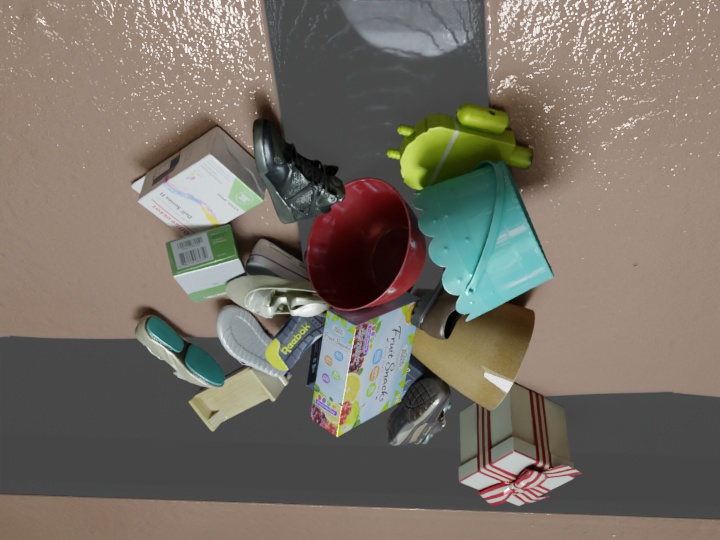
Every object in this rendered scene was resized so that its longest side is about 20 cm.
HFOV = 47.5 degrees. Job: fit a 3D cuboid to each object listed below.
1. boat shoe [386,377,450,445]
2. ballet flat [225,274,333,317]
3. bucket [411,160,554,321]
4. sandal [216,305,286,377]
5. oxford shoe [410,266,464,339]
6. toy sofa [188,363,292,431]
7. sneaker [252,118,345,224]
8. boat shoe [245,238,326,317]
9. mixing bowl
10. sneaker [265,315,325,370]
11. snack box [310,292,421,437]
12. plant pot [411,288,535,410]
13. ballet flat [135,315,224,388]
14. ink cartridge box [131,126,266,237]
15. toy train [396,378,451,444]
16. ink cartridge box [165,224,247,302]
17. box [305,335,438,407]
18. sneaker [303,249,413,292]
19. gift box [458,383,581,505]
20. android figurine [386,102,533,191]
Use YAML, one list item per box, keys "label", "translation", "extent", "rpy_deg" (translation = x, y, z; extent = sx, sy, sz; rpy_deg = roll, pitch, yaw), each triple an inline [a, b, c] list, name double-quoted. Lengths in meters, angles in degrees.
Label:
- label: "boat shoe"
  translation: [0.115, 0.253, 1.465]
  extent: [0.073, 0.075, 0.200]
  rpy_deg: [12, 143, -21]
- label: "ballet flat"
  translation: [-0.122, 0.046, 1.304]
  extent: [0.199, 0.070, 0.070]
  rpy_deg: [0, 138, 5]
- label: "bucket"
  translation: [0.171, -0.047, 1.133]
  extent: [0.134, 0.208, 0.207]
  rpy_deg: [-24, 132, 13]
- label: "sandal"
  translation: [-0.209, 0.139, 1.527]
  extent: [0.050, 0.083, 0.203]
  rpy_deg: [3, 145, 42]
- label: "oxford shoe"
  translation: [0.167, 0.022, 1.294]
  extent: [0.201, 0.084, 0.073]
  rpy_deg: [-60, 150, 6]
- label: "toy sofa"
  translation: [-0.239, 0.234, 1.636]
  extent: [0.200, 0.098, 0.083]
  rpy_deg: [-30, 104, 33]
- label: "sneaker"
  translation: [-0.087, -0.149, 1.188]
  extent: [0.114, 0.077, 0.200]
  rpy_deg: [-8, 140, 12]
- label: "boat shoe"
  translation: [-0.095, 0.013, 1.370]
  extent: [0.200, 0.066, 0.073]
  rpy_deg: [33, 146, -23]
- label: "mixing bowl"
  translation: [0.026, -0.029, 1.244]
  extent: [0.200, 0.201, 0.108]
  rpy_deg: [-29, 150, 32]
- label: "sneaker"
  translation: [-0.091, 0.091, 1.464]
  extent: [0.200, 0.082, 0.074]
  rpy_deg: [-42, 95, 19]
- label: "snack box"
  translation: [0.009, 0.140, 1.306]
  extent: [0.068, 0.168, 0.201]
  rpy_deg: [27, 118, 32]
- label: "plant pot"
  translation: [0.167, 0.111, 1.398]
  extent: [0.199, 0.187, 0.187]
  rpy_deg: [25, 137, 0]
- label: "ballet flat"
  translation: [-0.344, 0.161, 1.542]
  extent: [0.069, 0.070, 0.200]
  rpy_deg: [-32, 113, 34]
- label: "ink cartridge box"
  translation: [-0.251, -0.118, 1.241]
  extent: [0.199, 0.068, 0.117]
  rpy_deg: [-26, 131, 30]
- label: "toy train"
  translation: [0.120, 0.251, 1.583]
  extent: [0.085, 0.114, 0.200]
  rpy_deg: [17, 136, -5]
- label: "ink cartridge box"
  translation: [-0.242, -0.006, 1.325]
  extent: [0.103, 0.060, 0.200]
  rpy_deg: [-16, 167, -6]
- label: "box"
  translation: [0.024, 0.172, 1.509]
  extent: [0.200, 0.107, 0.148]
  rpy_deg: [-29, 128, 31]
- label: "sneaker"
  translation: [0.000, 0.000, 1.358]
  extent: [0.199, 0.076, 0.091]
  rpy_deg: [23, 123, -24]
- label: "gift box"
  translation: [0.322, 0.358, 1.630]
  extent: [0.199, 0.187, 0.185]
  rpy_deg: [24, 136, -19]
- label: "android figurine"
  translation: [0.139, -0.162, 1.175]
  extent: [0.199, 0.041, 0.182]
  rpy_deg: [11, 139, -11]
